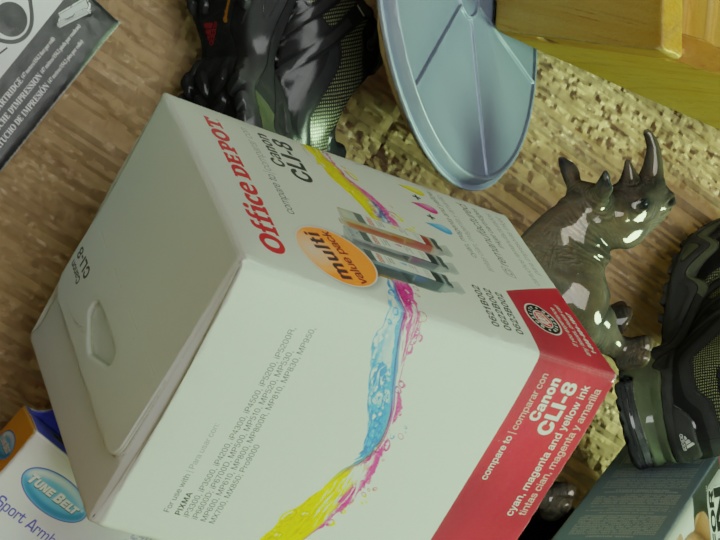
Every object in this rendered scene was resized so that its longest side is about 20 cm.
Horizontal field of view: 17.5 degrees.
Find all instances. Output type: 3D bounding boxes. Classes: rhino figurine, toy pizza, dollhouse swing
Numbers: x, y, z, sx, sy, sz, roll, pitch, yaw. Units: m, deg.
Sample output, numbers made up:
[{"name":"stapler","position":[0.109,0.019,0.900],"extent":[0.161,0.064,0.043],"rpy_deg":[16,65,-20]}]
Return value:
[{"name":"rhino figurine","position":[0.104,0.020,1.183],"extent":[0.087,0.060,0.201],"rpy_deg":[26,91,-27]},{"name":"toy pizza","position":[0.042,-0.140,1.194],"extent":[0.200,0.032,0.201],"rpy_deg":[-5,90,-65]},{"name":"dollhouse swing","position":[0.197,-0.174,1.237],"extent":[0.199,0.181,0.177],"rpy_deg":[20,87,-37]}]

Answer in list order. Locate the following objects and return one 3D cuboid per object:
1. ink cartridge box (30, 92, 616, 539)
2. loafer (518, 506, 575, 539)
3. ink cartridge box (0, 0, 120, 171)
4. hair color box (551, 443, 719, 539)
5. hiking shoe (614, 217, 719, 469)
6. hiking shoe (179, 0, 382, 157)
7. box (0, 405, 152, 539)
[{"name":"ink cartridge box","position":[-0.022,0.039,1.052],"extent":[0.199,0.145,0.145],"rpy_deg":[17,115,-30]},{"name":"loafer","position":[0.064,0.172,1.177],"extent":[0.200,0.076,0.068],"rpy_deg":[-35,128,-61]},{"name":"ink cartridge box","position":[-0.211,-0.071,1.097],"extent":[0.094,0.044,0.200],"rpy_deg":[42,71,-19]},{"name":"hair color box","position":[0.146,0.160,1.197],"extent":[0.200,0.060,0.100],"rpy_deg":[-35,121,-64]},{"name":"hiking shoe","position":[0.210,0.039,1.254],"extent":[0.200,0.100,0.076],"rpy_deg":[-57,139,-45]},{"name":"hiking shoe","position":[-0.034,-0.135,1.175],"extent":[0.100,0.076,0.201],"rpy_deg":[3,96,-45]},{"name":"box","position":[-0.159,0.158,1.079],"extent":[0.119,0.041,0.200],"rpy_deg":[40,94,-24]}]
